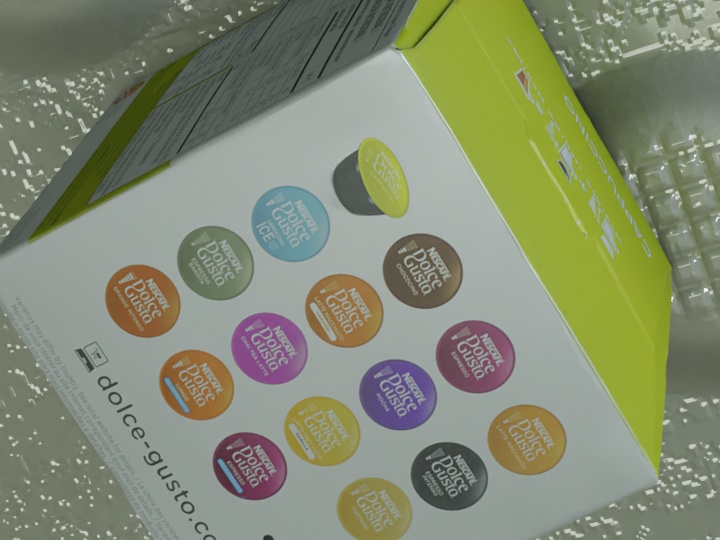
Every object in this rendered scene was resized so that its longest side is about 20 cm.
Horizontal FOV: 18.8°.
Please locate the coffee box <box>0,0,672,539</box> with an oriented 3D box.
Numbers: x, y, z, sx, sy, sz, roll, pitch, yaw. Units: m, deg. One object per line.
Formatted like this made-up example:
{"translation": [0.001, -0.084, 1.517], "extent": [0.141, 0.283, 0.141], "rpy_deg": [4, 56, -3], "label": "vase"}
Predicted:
{"translation": [0.000, 0.000, 0.905], "extent": [0.197, 0.200, 0.200], "rpy_deg": [-26, 107, 20], "label": "coffee box"}
